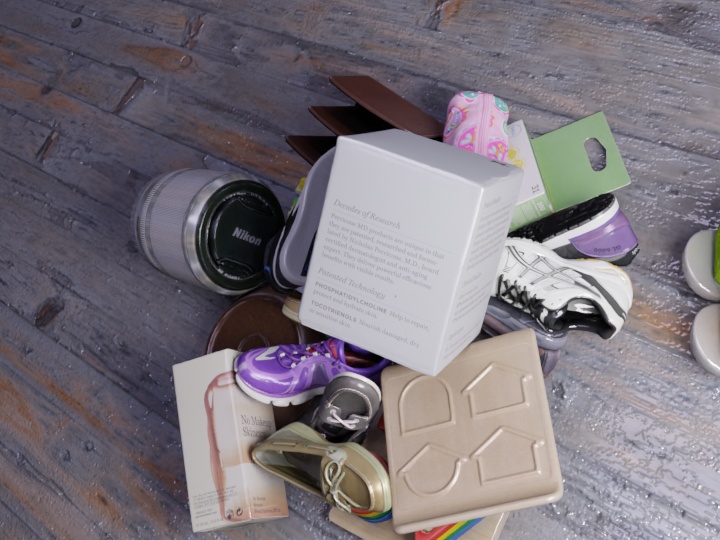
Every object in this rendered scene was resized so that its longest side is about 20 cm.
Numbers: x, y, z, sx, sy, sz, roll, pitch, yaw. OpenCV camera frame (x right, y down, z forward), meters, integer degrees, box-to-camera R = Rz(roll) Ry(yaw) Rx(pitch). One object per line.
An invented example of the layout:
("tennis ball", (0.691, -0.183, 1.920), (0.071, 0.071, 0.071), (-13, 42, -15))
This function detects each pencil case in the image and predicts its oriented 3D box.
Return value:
("pencil case", (0.139, -0.128, 1.134), (0.086, 0.088, 0.202), (-10, 48, 23))

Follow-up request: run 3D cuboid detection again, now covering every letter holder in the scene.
("letter holder", (0.006, -0.179, 1.255), (0.200, 0.141, 0.102), (41, 125, 38))

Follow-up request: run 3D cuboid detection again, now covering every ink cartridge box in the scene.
("ink cartridge box", (0.224, -0.132, 1.178), (0.198, 0.048, 0.147), (-24, 45, 18))

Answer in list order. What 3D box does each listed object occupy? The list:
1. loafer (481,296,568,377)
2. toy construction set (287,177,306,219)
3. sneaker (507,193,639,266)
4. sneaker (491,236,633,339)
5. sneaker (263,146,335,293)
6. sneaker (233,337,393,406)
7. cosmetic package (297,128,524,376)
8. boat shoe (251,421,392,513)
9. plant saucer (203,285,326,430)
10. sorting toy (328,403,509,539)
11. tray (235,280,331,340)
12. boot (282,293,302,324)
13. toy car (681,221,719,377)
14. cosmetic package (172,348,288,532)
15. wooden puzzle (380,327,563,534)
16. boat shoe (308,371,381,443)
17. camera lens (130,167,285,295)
("loafer", (0.155, 0.057, 1.110), (0.199, 0.071, 0.064), (34, 123, 38))
("toy construction set", (-0.019, -0.053, 1.254), (0.197, 0.093, 0.131), (17, 40, 26))
("sneaker", (0.234, -0.011, 1.101), (0.199, 0.088, 0.076), (-23, 19, 45))
("sneaker", (0.203, 0.023, 1.044), (0.197, 0.076, 0.088), (10, 45, 16))
("sneaker", (-0.068, -0.066, 1.171), (0.111, 0.073, 0.202), (-23, 37, 59))
("sneaker", (-0.055, 0.107, 1.126), (0.197, 0.084, 0.081), (-1, 51, -19))
("cosmetic package", (0.056, -0.028, 0.992), (0.164, 0.167, 0.203), (20, 108, 19))
("boat shoe", (-0.043, 0.221, 1.020), (0.062, 0.074, 0.199), (-19, 23, -35))
("plant saucer", (-0.136, 0.113, 1.232), (0.197, 0.034, 0.204), (-10, 70, 27))
("sorting toy", (0.074, 0.226, 1.055), (0.198, 0.070, 0.201), (18, 73, 34))
("tray", (-0.091, 0.060, 1.267), (0.197, 0.022, 0.109), (9, 67, 32))
("boot", (0.000, 0.000, 1.150), (0.197, 0.073, 0.158), (7, 100, 20))
("toy car", (0.428, 0.013, 0.948), (0.147, 0.176, 0.203), (8, 61, -7))
("cosmetic package", (-0.158, 0.209, 1.139), (0.086, 0.103, 0.203), (-18, 73, 20))
("wooden puzzle", (0.116, 0.173, 0.993), (0.183, 0.046, 0.203), (-17, 52, 19))
("boat shoe", (-0.023, 0.175, 1.075), (0.066, 0.200, 0.058), (21, 62, -4))
("camera lens", (-0.211, -0.058, 1.293), (0.198, 0.160, 0.162), (13, 69, 48))
